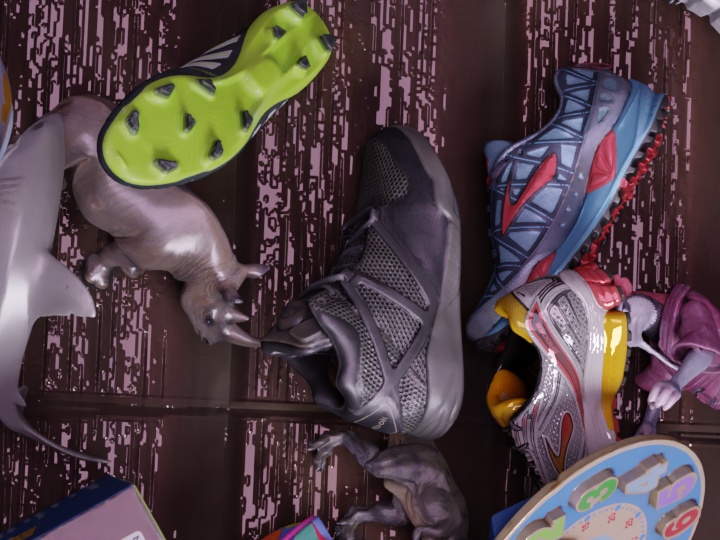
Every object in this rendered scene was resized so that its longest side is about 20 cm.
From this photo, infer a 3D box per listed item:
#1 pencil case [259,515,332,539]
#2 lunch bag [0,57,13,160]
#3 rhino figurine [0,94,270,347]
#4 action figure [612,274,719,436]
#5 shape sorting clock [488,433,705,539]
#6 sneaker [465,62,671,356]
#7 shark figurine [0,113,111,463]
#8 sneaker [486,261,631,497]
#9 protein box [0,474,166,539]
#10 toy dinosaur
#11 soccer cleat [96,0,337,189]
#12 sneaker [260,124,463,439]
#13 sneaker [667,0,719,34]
[{"bbox_3d":[-0.005,0.246,1.650,0.088,0.088,0.200,-36,94,-10],"label":"pencil case"},{"bbox_3d":[-0.278,-0.078,1.549,0.127,0.170,0.200,26,78,7],"label":"lunch bag"},{"bbox_3d":[-0.128,-0.025,1.638,0.200,0.060,0.087,46,125,-5],"label":"rhino figurine"},{"bbox_3d":[0.234,0.059,1.673,0.200,0.134,0.149,40,78,-5],"label":"action figure"},{"bbox_3d":[0.133,0.183,1.632,0.200,0.200,0.039,-35,53,-10],"label":"shape sorting clock"},{"bbox_3d":[0.112,-0.040,1.701,0.095,0.079,0.200,30,80,14],"label":"sneaker"},{"bbox_3d":[-0.189,0.030,1.569,0.089,0.128,0.215,11,113,20],"label":"shark figurine"},{"bbox_3d":[0.112,0.090,1.653,0.082,0.078,0.200,-9,115,-18],"label":"sneaker"},{"bbox_3d":[-0.194,0.225,1.558,0.200,0.199,0.135,-28,92,-10],"label":"protein box"},{"bbox_3d":[0.019,0.128,1.676,0.088,0.047,0.200,-18,72,5],"label":"toy dinosaur"},{"bbox_3d":[-0.092,-0.097,1.623,0.200,0.081,0.068,-39,95,-41],"label":"soccer cleat"},{"bbox_3d":[0.000,0.000,1.645,0.114,0.076,0.200,8,71,-26],"label":"sneaker"},{"bbox_3d":[0.232,-0.206,1.727,0.200,0.066,0.091,37,79,-9],"label":"sneaker"}]
